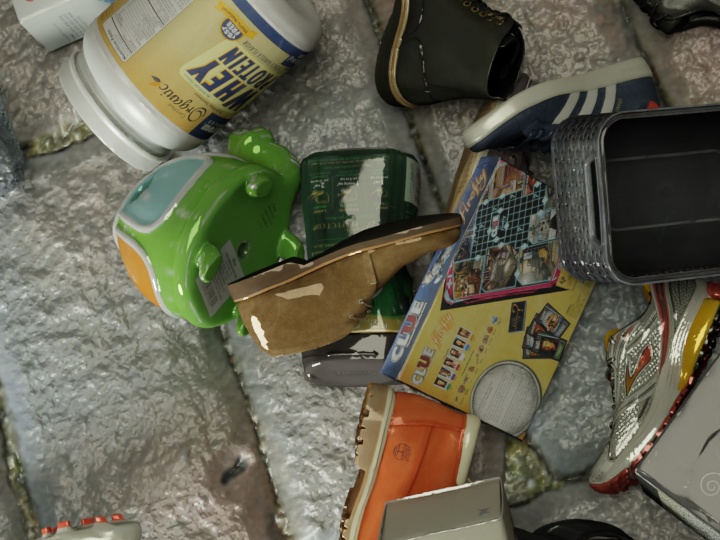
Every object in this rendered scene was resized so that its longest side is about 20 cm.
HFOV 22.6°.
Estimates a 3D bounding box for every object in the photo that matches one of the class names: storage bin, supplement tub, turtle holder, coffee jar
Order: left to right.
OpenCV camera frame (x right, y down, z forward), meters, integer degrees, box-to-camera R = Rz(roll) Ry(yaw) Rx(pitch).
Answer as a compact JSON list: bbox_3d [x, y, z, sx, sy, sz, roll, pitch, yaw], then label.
[{"bbox_3d":[-0.149,-0.194,1.562,0.200,0.144,0.144,-39,74,14],"label":"supplement tub"},{"bbox_3d":[-0.130,-0.048,1.542,0.132,0.141,0.186,20,86,30],"label":"turtle holder"},{"bbox_3d":[0.000,0.000,1.534,0.104,0.085,0.200,-1,78,10],"label":"coffee jar"},{"bbox_3d":[0.265,-0.065,1.446,0.200,0.094,0.135,-6,94,-18],"label":"storage bin"}]

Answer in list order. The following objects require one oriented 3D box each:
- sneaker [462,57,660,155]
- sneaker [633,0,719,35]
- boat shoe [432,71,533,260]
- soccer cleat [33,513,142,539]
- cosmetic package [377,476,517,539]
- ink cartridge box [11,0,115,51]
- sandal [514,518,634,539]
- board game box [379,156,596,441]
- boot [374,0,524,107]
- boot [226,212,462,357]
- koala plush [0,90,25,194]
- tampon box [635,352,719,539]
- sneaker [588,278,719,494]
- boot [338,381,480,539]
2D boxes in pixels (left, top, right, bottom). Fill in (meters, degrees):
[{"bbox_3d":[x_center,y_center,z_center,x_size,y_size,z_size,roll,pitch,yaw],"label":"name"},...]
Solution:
[{"bbox_3d":[0.178,-0.115,1.497,0.200,0.075,0.085,-19,85,-29],"label":"sneaker"},{"bbox_3d":[0.257,-0.254,1.550,0.200,0.076,0.091,23,90,16],"label":"sneaker"},{"bbox_3d":[0.116,-0.076,1.542,0.065,0.072,0.200,20,77,-5],"label":"boat shoe"},{"bbox_3d":[-0.274,0.262,1.543,0.200,0.069,0.078,-18,81,14],"label":"soccer cleat"},{"bbox_3d":[0.087,0.277,1.418,0.103,0.087,0.200,-12,105,8],"label":"cosmetic package"},{"bbox_3d":[-0.232,-0.311,1.643,0.200,0.083,0.146,-23,76,4],"label":"ink cartridge box"},{"bbox_3d":[0.173,0.225,1.466,0.200,0.075,0.048,15,64,13],"label":"sandal"},{"bbox_3d":[0.118,0.023,1.491,0.135,0.035,0.200,28,85,-25],"label":"board game box"},{"bbox_3d":[0.096,-0.236,1.543,0.138,0.077,0.200,8,91,46],"label":"boot"},{"bbox_3d":[-0.003,0.009,1.462,0.200,0.074,0.075,-21,93,11],"label":"boot"},{"bbox_3d":[-0.409,-0.129,1.551,0.177,0.200,0.184,-8,103,10],"label":"koala plush"},{"bbox_3d":[0.307,0.142,1.389,0.126,0.200,0.150,35,87,15],"label":"tampon box"},{"bbox_3d":[0.232,0.093,1.485,0.082,0.078,0.200,21,74,18],"label":"sneaker"},{"bbox_3d":[0.037,0.197,1.476,0.107,0.075,0.200,11,108,-4],"label":"boot"}]
